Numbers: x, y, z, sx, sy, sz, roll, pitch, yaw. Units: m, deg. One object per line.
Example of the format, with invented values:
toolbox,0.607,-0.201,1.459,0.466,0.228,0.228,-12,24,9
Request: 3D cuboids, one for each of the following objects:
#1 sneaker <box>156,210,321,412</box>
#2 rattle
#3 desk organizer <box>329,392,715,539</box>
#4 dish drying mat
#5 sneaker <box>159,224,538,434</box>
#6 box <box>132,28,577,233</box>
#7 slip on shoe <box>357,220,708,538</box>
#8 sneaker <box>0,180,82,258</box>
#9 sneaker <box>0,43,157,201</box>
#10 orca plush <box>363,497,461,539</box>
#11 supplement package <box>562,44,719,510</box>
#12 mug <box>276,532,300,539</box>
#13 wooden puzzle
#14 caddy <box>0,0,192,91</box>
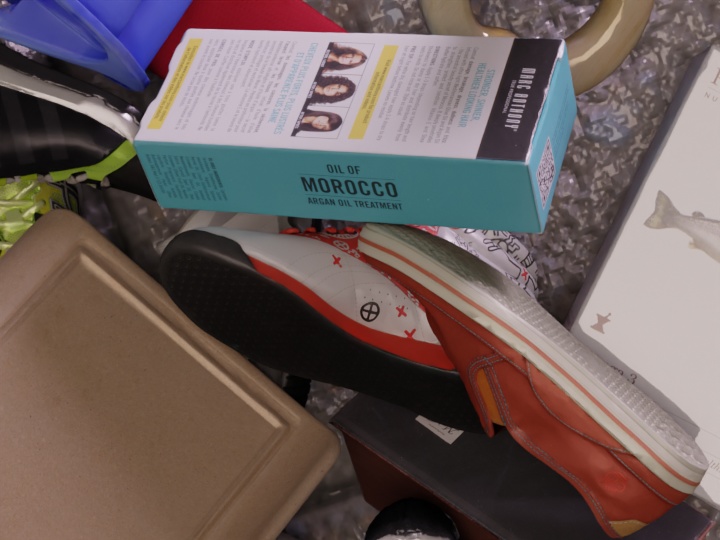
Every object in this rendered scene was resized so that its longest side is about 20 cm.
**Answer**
sneaker,-0.067,0.015,0.970,0.088,0.074,0.202,4,85,7
rattle,0.089,-0.098,0.884,0.129,0.143,0.201,13,107,-32
desk organizer,0.084,0.124,0.932,0.199,0.077,0.072,32,63,34
dish drying mat,-0.068,-0.122,0.953,0.199,0.018,0.077,36,89,20
sneaker,0.000,0.001,0.919,0.200,0.109,0.067,22,141,-11
box,-0.002,-0.069,0.865,0.198,0.049,0.083,5,51,20
slip on shoe,0.070,0.048,0.846,0.200,0.074,0.061,42,105,12
sneaker,-0.176,-0.019,0.966,0.075,0.076,0.202,-23,97,-11
sneaker,-0.183,-0.065,0.920,0.199,0.072,0.083,25,80,-11
orca plush,0.045,0.183,0.956,0.104,0.071,0.201,-16,125,21
supplement package,0.181,0.001,0.915,0.116,0.117,0.201,26,97,6
mug,-0.111,0.177,0.961,0.174,0.148,0.202,-7,69,-3
wooden puzzle,-0.137,0.094,0.891,0.200,0.037,0.185,38,67,5
caddy,-0.171,-0.170,0.904,0.199,0.141,0.105,38,84,12
